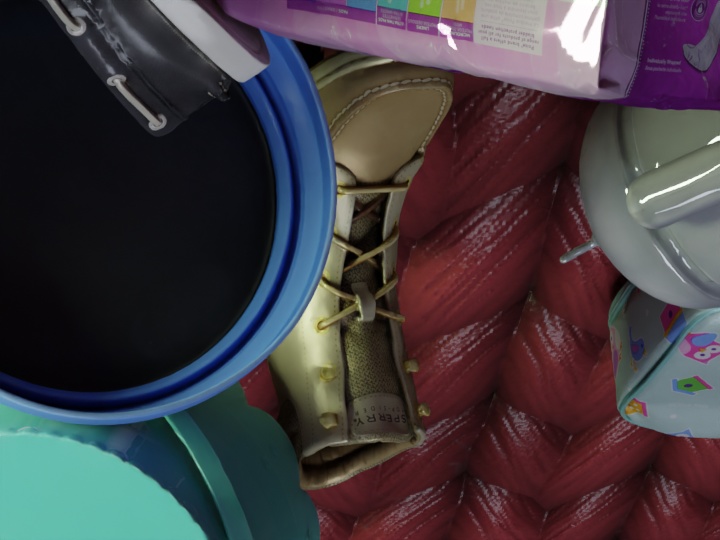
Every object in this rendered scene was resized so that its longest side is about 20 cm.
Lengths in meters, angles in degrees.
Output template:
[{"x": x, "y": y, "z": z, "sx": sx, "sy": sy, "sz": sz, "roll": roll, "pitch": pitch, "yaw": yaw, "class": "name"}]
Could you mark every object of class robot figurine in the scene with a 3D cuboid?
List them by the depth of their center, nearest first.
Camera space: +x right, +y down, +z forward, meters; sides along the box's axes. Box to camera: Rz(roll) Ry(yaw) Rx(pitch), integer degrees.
[{"x": 0.178, "y": -0.053, "z": 1.018, "sx": 0.199, "sy": 0.114, "sz": 0.169, "roll": -27, "pitch": 174, "yaw": 35, "class": "robot figurine"}]

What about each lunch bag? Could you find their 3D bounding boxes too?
[{"x": 0.241, "y": 0.025, "z": 1.215, "sx": 0.198, "sy": 0.078, "sz": 0.161, "roll": 2, "pitch": 150, "yaw": -14, "class": "lunch bag"}]

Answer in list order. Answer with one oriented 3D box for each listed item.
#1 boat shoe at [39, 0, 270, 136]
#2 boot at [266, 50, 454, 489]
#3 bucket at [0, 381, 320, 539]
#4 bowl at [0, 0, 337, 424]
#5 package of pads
[{"x": -0.116, "y": -0.123, "z": 0.842, "sx": 0.060, "sy": 0.074, "sz": 0.200, "roll": -38, "pitch": 130, "yaw": 14, "class": "boat shoe"}, {"x": 0.000, "y": 0.000, "z": 1.034, "sx": 0.072, "sy": 0.157, "sz": 0.200, "roll": 1, "pitch": 154, "yaw": -27, "class": "boot"}, {"x": -0.121, "y": 0.133, "z": 0.980, "sx": 0.205, "sy": 0.209, "sz": 0.135, "roll": -11, "pitch": -168, "yaw": 10, "class": "bucket"}, {"x": -0.108, "y": -0.037, "z": 0.915, "sx": 0.199, "sy": 0.203, "sz": 0.039, "roll": 6, "pitch": 165, "yaw": -20, "class": "bowl"}, {"x": 0.054, "y": -0.106, "z": 0.832, "sx": 0.120, "sy": 0.076, "sz": 0.199, "roll": -1, "pitch": -168, "yaw": -45, "class": "package of pads"}]
